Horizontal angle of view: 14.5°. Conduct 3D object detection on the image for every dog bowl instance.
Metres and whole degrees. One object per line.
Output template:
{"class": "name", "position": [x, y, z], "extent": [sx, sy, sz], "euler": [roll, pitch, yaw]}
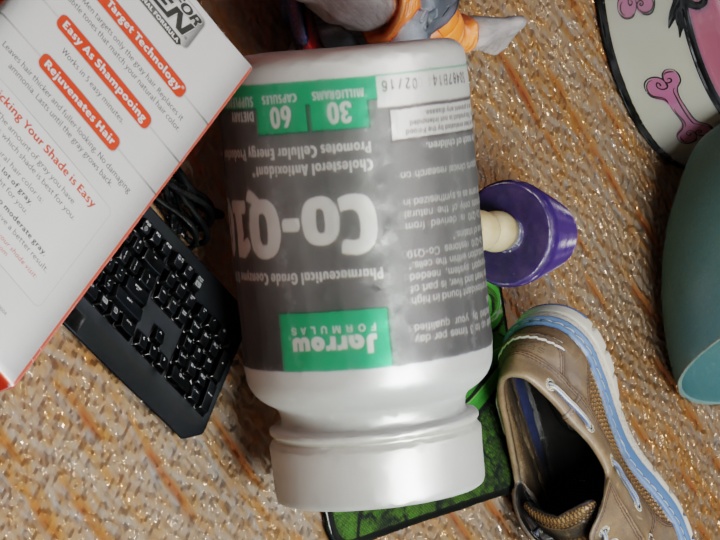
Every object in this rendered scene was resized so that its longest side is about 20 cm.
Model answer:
{"class": "dog bowl", "position": [0.218, -0.164, 1.702], "extent": [0.200, 0.074, 0.200], "euler": [20, 66, -54]}

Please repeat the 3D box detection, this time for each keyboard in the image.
{"class": "keyboard", "position": [-0.100, -0.021, 1.205], "extent": [0.200, 0.040, 0.104], "euler": [49, 45, -42]}

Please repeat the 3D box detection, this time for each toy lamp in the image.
{"class": "toy lamp", "position": [0.045, -0.019, 1.408], "extent": [0.200, 0.058, 0.058], "euler": [0, 83, -55]}

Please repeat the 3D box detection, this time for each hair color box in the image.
{"class": "hair color box", "position": [-0.134, -0.048, 1.104], "extent": [0.102, 0.061, 0.200], "euler": [51, 48, -19]}

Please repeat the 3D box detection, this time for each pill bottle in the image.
{"class": "pill bottle", "position": [0.000, 0.000, 1.256], "extent": [0.113, 0.113, 0.200], "euler": [-14, 99, -58]}

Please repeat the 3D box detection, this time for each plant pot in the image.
{"class": "plant pot", "position": [0.257, -0.023, 1.646], "extent": [0.200, 0.200, 0.135], "euler": [14, 53, -56]}

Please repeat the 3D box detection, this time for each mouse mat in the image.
{"class": "mouse mat", "position": [0.027, 0.045, 1.419], "extent": [0.200, 0.008, 0.161], "euler": [-11, 93, -59]}

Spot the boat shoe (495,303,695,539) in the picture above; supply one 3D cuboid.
{"class": "boat shoe", "position": [0.114, 0.120, 1.483], "extent": [0.072, 0.072, 0.200], "euler": [-46, 115, -52]}

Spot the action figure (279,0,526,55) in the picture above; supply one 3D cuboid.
{"class": "action figure", "position": [0.014, -0.167, 1.361], "extent": [0.193, 0.105, 0.200], "euler": [-40, 118, -63]}
